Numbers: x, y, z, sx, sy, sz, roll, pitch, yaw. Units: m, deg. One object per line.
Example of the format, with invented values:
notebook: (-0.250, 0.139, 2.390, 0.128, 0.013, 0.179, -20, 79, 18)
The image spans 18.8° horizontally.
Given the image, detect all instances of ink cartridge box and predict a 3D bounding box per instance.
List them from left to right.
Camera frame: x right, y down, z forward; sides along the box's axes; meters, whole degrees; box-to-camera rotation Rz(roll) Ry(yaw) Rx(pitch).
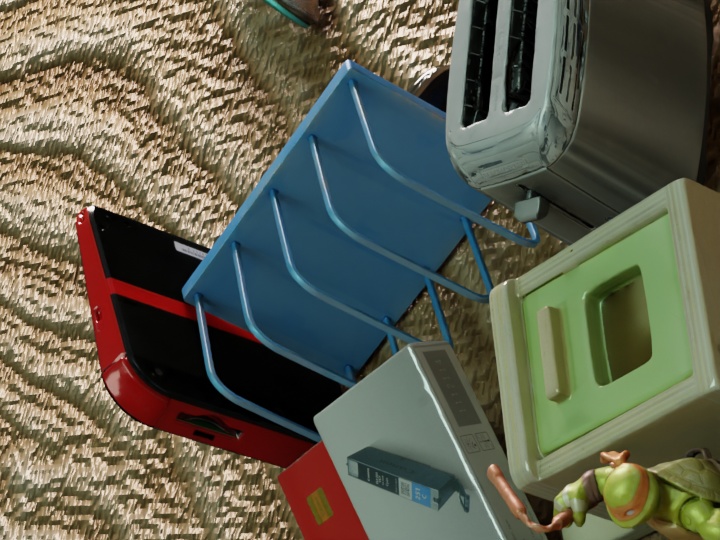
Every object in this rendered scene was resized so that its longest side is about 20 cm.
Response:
ink cartridge box: (0.028, 0.172, 1.310, 0.176, 0.045, 0.201, -40, 67, 35)

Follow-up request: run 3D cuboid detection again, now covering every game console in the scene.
game console: (-0.097, 0.049, 1.459, 0.031, 0.199, 0.177, -47, 41, 26)

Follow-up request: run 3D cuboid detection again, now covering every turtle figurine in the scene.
turtle figurine: (0.170, 0.123, 1.103, 0.200, 0.161, 0.065, 7, 79, 54)

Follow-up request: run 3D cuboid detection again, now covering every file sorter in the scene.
file sorter: (0.000, 0.000, 1.389, 0.200, 0.138, 0.123, -52, 27, 23)

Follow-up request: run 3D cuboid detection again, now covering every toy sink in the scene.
toy sink: (0.146, 0.060, 1.208, 0.200, 0.112, 0.131, -33, 49, 40)

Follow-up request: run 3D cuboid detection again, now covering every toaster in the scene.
toaster: (0.130, -0.115, 1.287, 0.113, 0.129, 0.201, -14, 63, 48)

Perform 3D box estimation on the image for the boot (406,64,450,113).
boot: (0.001, -0.074, 1.499, 0.200, 0.074, 0.097, -58, 40, 19)

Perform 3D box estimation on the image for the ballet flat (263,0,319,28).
ballet flat: (-0.077, -0.250, 1.698, 0.067, 0.068, 0.200, -57, 38, 5)
